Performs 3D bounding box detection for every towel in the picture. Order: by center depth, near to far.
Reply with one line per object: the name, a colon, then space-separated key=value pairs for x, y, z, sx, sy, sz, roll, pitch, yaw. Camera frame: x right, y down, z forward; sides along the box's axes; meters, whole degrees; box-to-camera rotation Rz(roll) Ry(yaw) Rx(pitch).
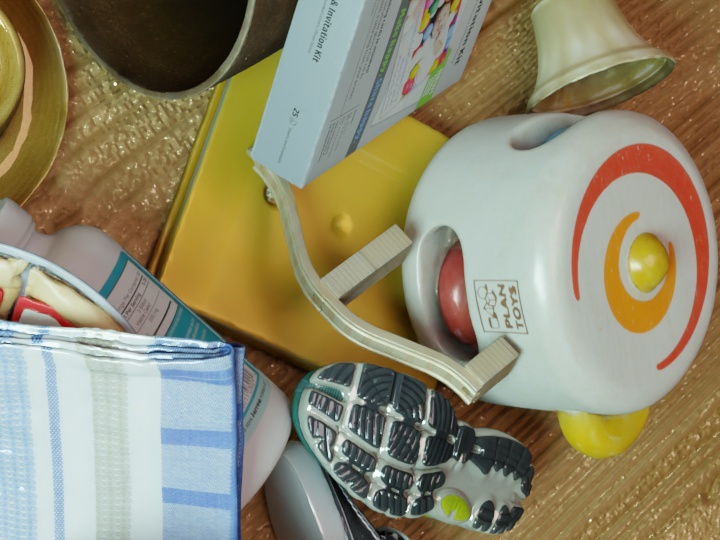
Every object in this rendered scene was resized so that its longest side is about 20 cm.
towel: x=-0.156 y=0.089 z=0.790 sx=0.198 sy=0.024 sz=0.148 roll=4 pitch=121 yaw=0

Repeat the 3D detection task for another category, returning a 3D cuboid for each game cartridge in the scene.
game cartridge: x=-0.019 y=-0.026 z=1.001 sx=0.199 sy=0.032 sz=0.177 roll=27 pitch=73 yaw=-26

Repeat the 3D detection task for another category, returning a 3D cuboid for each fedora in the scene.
fedora: x=-0.244 y=-0.101 z=0.856 sx=0.199 sy=0.082 sz=0.202 roll=3 pitch=82 yaw=-27

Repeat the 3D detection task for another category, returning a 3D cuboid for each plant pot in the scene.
plant pot: x=-0.054 y=-0.214 z=0.933 sx=0.199 sy=0.186 sz=0.188 roll=-24 pitch=96 yaw=-42

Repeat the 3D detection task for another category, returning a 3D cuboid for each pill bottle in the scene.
pill bottle: x=-0.140 y=0.052 z=0.880 sx=0.200 sy=0.111 sz=0.111 roll=43 pitch=67 yaw=-17

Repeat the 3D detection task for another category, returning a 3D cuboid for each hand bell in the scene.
hand bell: x=0.129 y=-0.211 z=1.079 sx=0.104 sy=0.104 sz=0.201 roll=-12 pitch=78 yaw=-28

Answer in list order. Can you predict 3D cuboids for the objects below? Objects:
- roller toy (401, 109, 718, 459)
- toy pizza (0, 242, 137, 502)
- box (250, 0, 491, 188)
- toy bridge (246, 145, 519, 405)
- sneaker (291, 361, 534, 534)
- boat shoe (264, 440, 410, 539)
roller toy: x=0.128 y=-0.003 z=0.990 sx=0.182 sy=0.139 sz=0.201 roll=37 pitch=67 yaw=-37
toy pizza: x=-0.195 y=0.074 z=0.817 sx=0.200 sy=0.200 sz=0.032 roll=43 pitch=27 yaw=-17
box: x=0.023 y=-0.152 z=0.933 sx=0.041 sy=0.157 sz=0.200 roll=31 pitch=36 yaw=14
toy bridge: x=0.000 y=0.000 z=0.931 sx=0.067 sy=0.027 sz=0.200 roll=-36 pitch=76 yaw=-27
sneaker: x=0.021 y=0.110 z=0.949 sx=0.200 sy=0.079 sz=0.078 roll=34 pitch=70 yaw=-45
boat shoe: x=0.006 y=0.184 z=0.965 sx=0.068 sy=0.072 sz=0.201 roll=-28 pitch=100 yaw=-25
